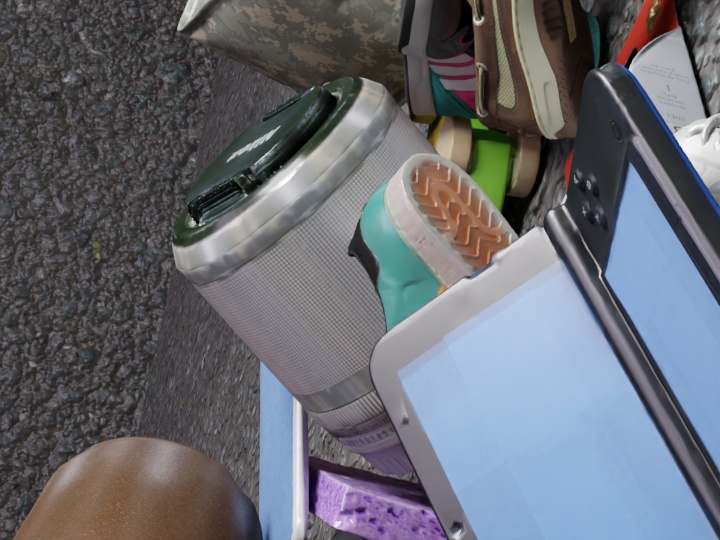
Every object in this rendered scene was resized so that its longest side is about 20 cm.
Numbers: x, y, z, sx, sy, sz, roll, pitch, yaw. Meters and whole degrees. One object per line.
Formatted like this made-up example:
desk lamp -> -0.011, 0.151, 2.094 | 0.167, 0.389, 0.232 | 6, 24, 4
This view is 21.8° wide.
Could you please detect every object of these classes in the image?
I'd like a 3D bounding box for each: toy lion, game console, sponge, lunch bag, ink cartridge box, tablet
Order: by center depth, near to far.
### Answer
game console -> 0.090, 0.052, 0.743 | 0.171, 0.118, 0.201 | 89, 157, -58
ink cartridge box -> 0.132, -0.058, 1.039 | 0.201, 0.057, 0.163 | -97, 23, -48
sponge -> 0.019, 0.148, 1.165 | 0.200, 0.111, 0.030 | -177, 103, -78
tablet -> -0.049, 0.108, 1.202 | 0.130, 0.014, 0.201 | 112, 161, -55
lunch bag -> -0.009, -0.198, 1.280 | 0.200, 0.164, 0.118 | -21, 46, 62
toy lion -> 0.062, -0.039, 1.326 | 0.200, 0.068, 0.193 | -106, 25, -66

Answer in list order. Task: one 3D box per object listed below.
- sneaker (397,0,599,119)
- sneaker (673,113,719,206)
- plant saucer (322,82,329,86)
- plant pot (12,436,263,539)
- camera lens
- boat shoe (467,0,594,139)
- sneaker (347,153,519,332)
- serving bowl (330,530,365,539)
sneaker -> 0.085, -0.144, 1.134 | 0.200, 0.120, 0.084 | 72, -159, -74
sneaker -> 0.160, -0.031, 0.770 | 0.200, 0.075, 0.081 | 146, 113, -70
plant saucer -> 0.012, -0.035, 1.299 | 0.200, 0.035, 0.201 | 167, 90, -74
plant pot -> -0.142, 0.212, 1.115 | 0.198, 0.199, 0.201 | -79, 8, -66
camera lens -> 0.000, 0.000, 1.103 | 0.160, 0.200, 0.160 | -37, 15, 12
boat shoe -> 0.076, -0.167, 1.018 | 0.075, 0.074, 0.203 | -39, -55, -57
sneaker -> 0.065, 0.039, 0.976 | 0.200, 0.071, 0.080 | 58, 136, 13
serving bowl -> 0.009, 0.262, 1.179 | 0.200, 0.065, 0.201 | -170, 90, -79
